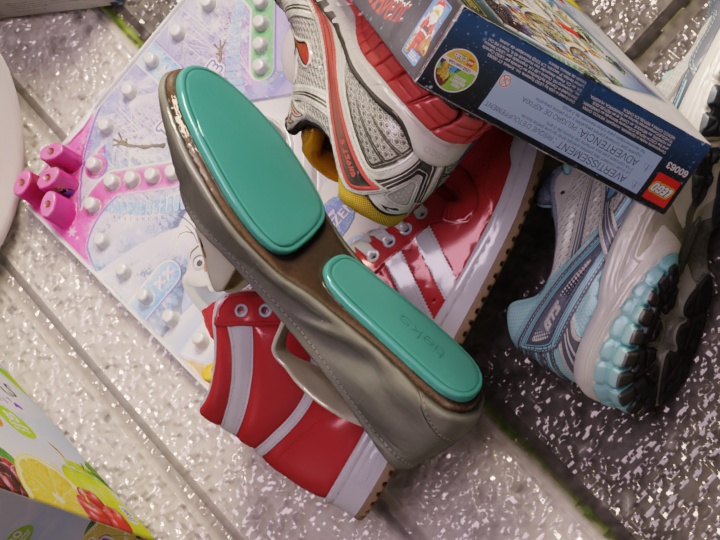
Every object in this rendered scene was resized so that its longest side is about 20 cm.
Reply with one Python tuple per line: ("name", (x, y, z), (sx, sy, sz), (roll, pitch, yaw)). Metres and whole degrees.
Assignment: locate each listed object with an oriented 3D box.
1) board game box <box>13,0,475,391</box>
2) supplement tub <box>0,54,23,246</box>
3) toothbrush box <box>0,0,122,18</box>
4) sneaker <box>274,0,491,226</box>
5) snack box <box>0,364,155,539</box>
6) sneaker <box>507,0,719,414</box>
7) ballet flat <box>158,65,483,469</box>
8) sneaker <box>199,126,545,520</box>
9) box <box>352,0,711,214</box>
("board game box", (-0.053, -0.057, 1.177), (0.200, 0.026, 0.200), (42, 95, 29))
("supplement tub", (-0.288, -0.062, 1.221), (0.199, 0.145, 0.146), (2, 75, 26))
("toothbrush box", (-0.197, -0.241, 1.269), (0.145, 0.085, 0.202), (-2, 72, 24))
("sneaker", (-0.009, -0.090, 1.080), (0.082, 0.078, 0.200), (-55, 29, 15))
("snack box", (-0.209, 0.076, 1.109), (0.068, 0.200, 0.169), (-48, 60, 4))
("sneaker", (0.123, -0.043, 1.063), (0.086, 0.078, 0.201), (20, 83, 32))
("ballet flat", (-0.031, 0.004, 1.024), (0.200, 0.067, 0.064), (48, 123, 2))
("sneaker", (0.000, 0.000, 1.086), (0.112, 0.071, 0.201), (28, 90, 0))
("box", (0.053, -0.109, 1.035), (0.038, 0.136, 0.200), (-56, 30, 16))
